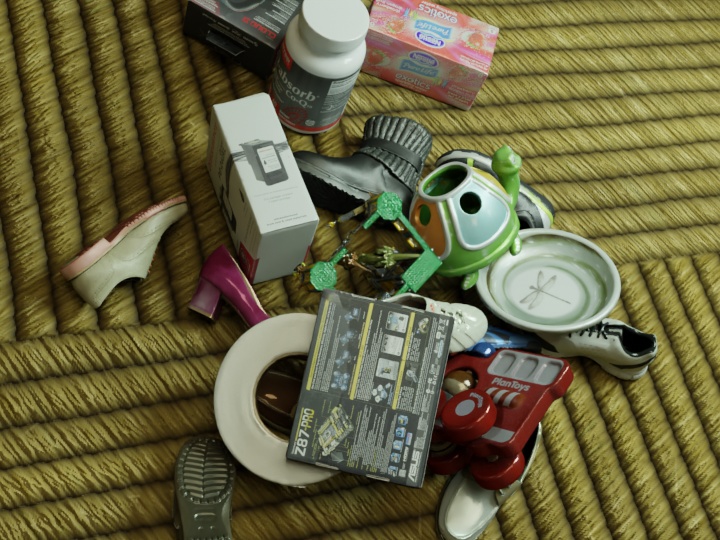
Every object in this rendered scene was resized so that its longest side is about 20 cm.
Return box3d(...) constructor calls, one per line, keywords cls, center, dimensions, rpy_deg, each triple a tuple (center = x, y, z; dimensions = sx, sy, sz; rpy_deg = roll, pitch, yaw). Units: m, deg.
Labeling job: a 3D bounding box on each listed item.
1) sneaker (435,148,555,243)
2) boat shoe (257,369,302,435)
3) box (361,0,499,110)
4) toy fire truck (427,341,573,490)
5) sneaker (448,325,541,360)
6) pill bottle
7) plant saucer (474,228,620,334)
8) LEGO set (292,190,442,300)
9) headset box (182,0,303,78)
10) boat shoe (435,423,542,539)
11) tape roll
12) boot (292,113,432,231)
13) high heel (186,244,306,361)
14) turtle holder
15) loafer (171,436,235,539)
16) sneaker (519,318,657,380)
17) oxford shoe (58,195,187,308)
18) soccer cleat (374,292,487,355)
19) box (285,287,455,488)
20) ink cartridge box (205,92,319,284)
box3d(cls="sneaker", center=(0.191, -0.100, 1.601), dimensions=(0.199, 0.072, 0.083), rpy_deg=(29, 60, 1))
box3d(cls="boat shoe", center=(-0.046, 0.171, 1.374), dimensions=(0.199, 0.074, 0.076), rpy_deg=(25, 57, -3))
box3d(cls="box", center=(0.097, -0.339, 1.693), dimensions=(0.198, 0.095, 0.103), rpy_deg=(20, 58, -5))
box3d(cls="toy fire truck", center=(0.146, 0.162, 1.368), dimensions=(0.168, 0.199, 0.113), rpy_deg=(-48, 123, -27))
box3d(cls="sneaker", center=(0.148, 0.087, 1.486), dimensions=(0.198, 0.066, 0.079), rpy_deg=(1, 59, -16))
box3d(cls="pill bottle", center=(-0.057, -0.293, 1.557), dimensions=(0.115, 0.200, 0.117), rpy_deg=(7, 59, -12))
box3d(cls="plant saucer", center=(0.253, 0.025, 1.519), dimensions=(0.198, 0.051, 0.201), rpy_deg=(-1, 44, 1))
box3d(cls="LEGO set", center=(0.000, 0.000, 1.455), dimensions=(0.154, 0.116, 0.201), rpy_deg=(41, 70, -16))
box3d(cls="headset box", center=(-0.161, -0.391, 1.654), dimensions=(0.148, 0.075, 0.201), rpy_deg=(30, 57, 0))
box3d(cls="boat shoe", center=(0.161, 0.257, 1.391), dimensions=(0.075, 0.068, 0.200), rpy_deg=(36, 59, 3))
box3d(cls="tape roll", center=(-0.074, 0.153, 1.315), dimensions=(0.201, 0.037, 0.205), rpy_deg=(0, 80, -2))
box3d(cls="boot", center=(-0.006, -0.159, 1.567), dimensions=(0.210, 0.079, 0.159), rpy_deg=(22, 64, -17))
box3d(cls="high heel", center=(-0.117, 0.045, 1.421), dimensions=(0.199, 0.067, 0.097), rpy_deg=(23, 77, 11))
box3d(cls="turtle holder", center=(0.151, -0.079, 1.500), dimensions=(0.184, 0.132, 0.141), rpy_deg=(-25, 34, 3))
box3d(cls="loafer", center=(-0.183, 0.282, 1.278), dimensions=(0.075, 0.068, 0.201), rpy_deg=(10, 44, -15))
box3d(cls="sneaker", center=(0.316, 0.086, 1.531), dimensions=(0.198, 0.080, 0.074), rpy_deg=(16, 60, -6))
box3d(cls="oxford shoe", center=(-0.291, -0.027, 1.427), dimensions=(0.200, 0.071, 0.074), rpy_deg=(-40, 103, -31))
box3d(cls="soccer cleat", center=(0.085, 0.064, 1.385), dimensions=(0.198, 0.078, 0.070), rpy_deg=(-3, 46, -32))
box3d(cls="box", center=(0.012, 0.135, 1.278), dimensions=(0.160, 0.049, 0.202), rpy_deg=(12, 80, -2))
box3d(cls="ink cartridge box", center=(-0.134, -0.107, 1.461), dimensions=(0.083, 0.146, 0.201), rpy_deg=(-15, 67, -19))
